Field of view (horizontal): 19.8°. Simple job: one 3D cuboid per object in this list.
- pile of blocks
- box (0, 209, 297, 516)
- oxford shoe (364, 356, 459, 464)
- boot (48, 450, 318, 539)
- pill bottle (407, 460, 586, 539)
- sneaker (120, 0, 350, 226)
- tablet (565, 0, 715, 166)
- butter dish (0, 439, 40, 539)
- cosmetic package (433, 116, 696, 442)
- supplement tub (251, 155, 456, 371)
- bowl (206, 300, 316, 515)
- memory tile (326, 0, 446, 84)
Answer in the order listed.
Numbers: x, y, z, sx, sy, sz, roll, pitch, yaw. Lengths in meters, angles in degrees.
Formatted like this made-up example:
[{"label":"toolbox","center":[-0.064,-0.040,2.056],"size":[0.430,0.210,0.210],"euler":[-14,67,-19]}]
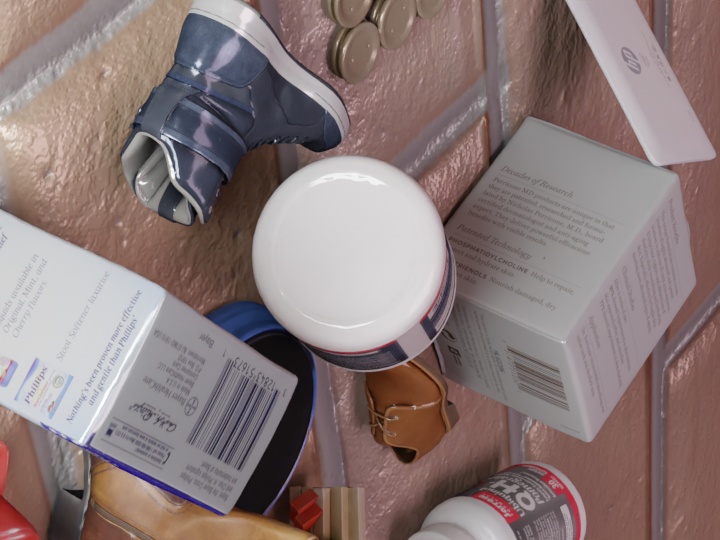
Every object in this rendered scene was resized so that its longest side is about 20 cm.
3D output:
[{"label":"pile of blocks","center":[-0.055,0.270,1.724],"size":[0.062,0.082,0.201],"euler":[13,99,-60]},{"label":"box","center":[-0.173,0.049,1.271],"size":[0.105,0.199,0.184],"euler":[-62,149,-7]},{"label":"oxford shoe","center":[0.033,0.113,1.779],"size":[0.071,0.071,0.200],"euler":[-52,148,-15]},{"label":"boot","center":[-0.118,0.154,1.428],"size":[0.068,0.199,0.190],"euler":[9,101,-59]},{"label":"pill bottle","center":[0.124,0.261,1.979],"size":[0.199,0.110,0.112],"euler":[-19,125,-53]},{"label":"sneaker","center":[-0.088,-0.089,1.436],"size":[0.202,0.077,0.147],"euler":[39,72,-57]},{"label":"tablet","center":[0.247,-0.185,1.846],"size":[0.014,0.201,0.130],"euler":[-34,167,32]},{"label":"butter dish","center":[-0.267,0.222,1.286],"size":[0.199,0.147,0.201],"euler":[0,109,-57]},{"label":"cosmetic package","center":[0.177,0.008,1.845],"size":[0.200,0.166,0.168],"euler":[-52,147,-24]},{"label":"supplement tub","center":[0.000,0.000,1.534],"size":[0.141,0.140,0.200],"euler":[-64,171,-6]},{"label":"bowl","center":[-0.103,0.125,1.595],"size":[0.200,0.039,0.202],"euler":[-37,138,-42]},{"label":"memory tile","center":[0.035,-0.251,1.596],"size":[0.200,0.017,0.154],"euler":[-43,142,-35]}]
